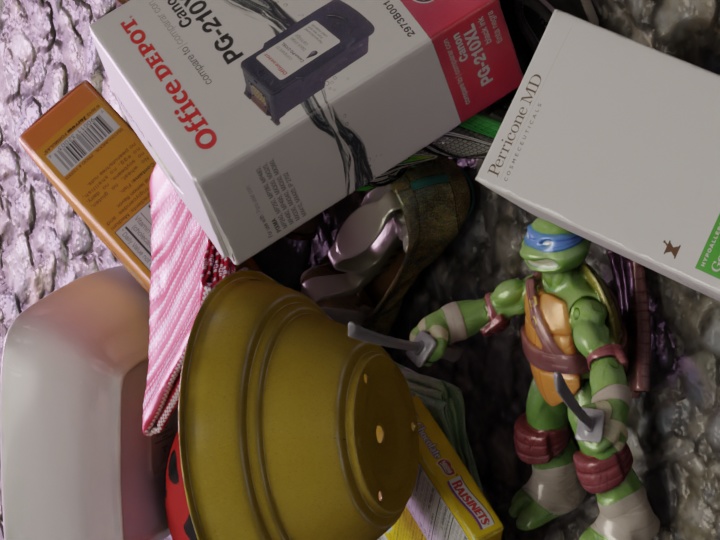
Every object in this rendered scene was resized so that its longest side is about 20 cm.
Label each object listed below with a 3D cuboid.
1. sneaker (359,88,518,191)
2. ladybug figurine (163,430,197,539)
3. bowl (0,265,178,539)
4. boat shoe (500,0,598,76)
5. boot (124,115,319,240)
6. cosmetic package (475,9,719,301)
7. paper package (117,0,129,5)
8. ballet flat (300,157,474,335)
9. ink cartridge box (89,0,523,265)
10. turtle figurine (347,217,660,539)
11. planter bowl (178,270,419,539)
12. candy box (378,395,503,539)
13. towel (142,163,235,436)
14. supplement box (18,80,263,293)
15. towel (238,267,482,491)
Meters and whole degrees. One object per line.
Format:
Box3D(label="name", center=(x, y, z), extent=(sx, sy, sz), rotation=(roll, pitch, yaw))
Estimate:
Box3D(label="sneaker", center=(0.030, -0.089, 1.688), extent=(0.199, 0.078, 0.086), rotation=(10, 120, 23))
Box3D(label="ladybug figurine", center=(-0.080, 0.148, 1.864), extent=(0.136, 0.072, 0.200), rotation=(50, 152, 21))
Box3D(label="bowl", center=(-0.162, 0.108, 1.918), extent=(0.074, 0.200, 0.201), rotation=(7, 105, 22))
Box3D(label="boat shoe", center=(0.126, -0.091, 1.608), extent=(0.067, 0.057, 0.201), rotation=(-51, 59, 43))
Box3D(label="boot", center=(-0.078, -0.130, 1.852), extent=(0.200, 0.070, 0.147), rotation=(35, 113, 28))
Box3D(label="cosmetic package", center=(0.174, -0.049, 1.489), extent=(0.199, 0.085, 0.108), rotation=(25, 91, 33))
Box3D(label="paper package", center=(-0.082, -0.283, 1.706), extent=(0.103, 0.201, 0.190), rotation=(36, 141, -17))
Box3D(label="ballet flat", center=(0.000, 0.000, 1.778), extent=(0.071, 0.070, 0.200), rotation=(60, 138, 23))
Box3D(label="ink cartridge box", center=(-0.032, -0.121, 1.608), extent=(0.145, 0.199, 0.085), rotation=(53, 172, 36))
Box3D(label="turtle figurine", center=(0.090, 0.079, 1.599), extent=(0.143, 0.200, 0.195), rotation=(-2, 122, 22))
Box3D(label="planter bowl", center=(-0.021, 0.096, 1.610), extent=(0.083, 0.200, 0.202), rotation=(-6, 93, 24))
Box3D(label="candy box", center=(0.043, 0.169, 1.732), extent=(0.102, 0.026, 0.200), rotation=(54, 158, 26))
Box3D(label="towel", center=(-0.105, -0.019, 1.726), extent=(0.145, 0.022, 0.201), rotation=(120, 157, -46))
Box3D(label="supplement box", center=(-0.141, -0.035, 1.875), extent=(0.200, 0.069, 0.067), rotation=(48, 175, 32))
Box3D(label="towel", center=(0.002, 0.089, 1.777), extent=(0.199, 0.023, 0.153), rotation=(28, 146, 39))
